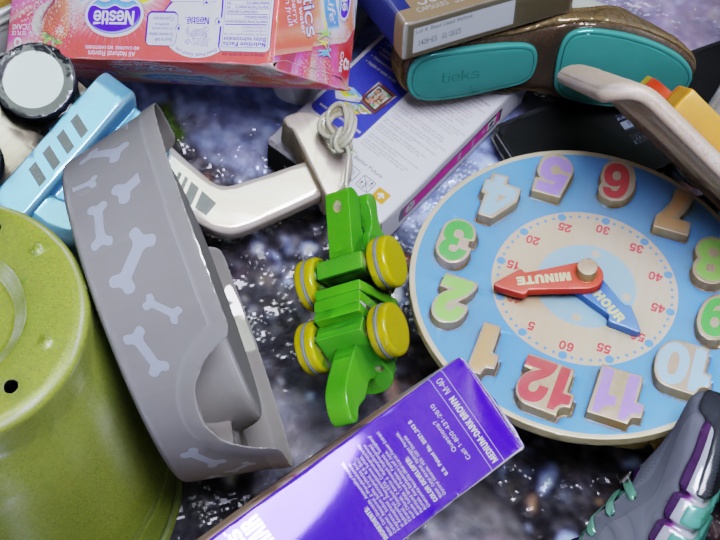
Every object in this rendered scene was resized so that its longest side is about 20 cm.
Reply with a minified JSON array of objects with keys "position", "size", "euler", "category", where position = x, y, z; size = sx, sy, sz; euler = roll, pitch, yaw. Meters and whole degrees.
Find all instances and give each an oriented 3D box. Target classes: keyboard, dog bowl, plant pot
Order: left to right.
[{"position":[-0.195,0.070,0.779],"size":[0.198,0.193,0.202],"euler":[1,59,-3],"category":"plant pot"},{"position":[-0.096,0.017,0.791],"size":[0.058,0.200,0.201],"euler":[-21,62,-3],"category":"dog bowl"},{"position":[0.197,-0.076,0.994],"size":[0.198,0.021,0.128],"euler":[-21,61,-15],"category":"keyboard"}]

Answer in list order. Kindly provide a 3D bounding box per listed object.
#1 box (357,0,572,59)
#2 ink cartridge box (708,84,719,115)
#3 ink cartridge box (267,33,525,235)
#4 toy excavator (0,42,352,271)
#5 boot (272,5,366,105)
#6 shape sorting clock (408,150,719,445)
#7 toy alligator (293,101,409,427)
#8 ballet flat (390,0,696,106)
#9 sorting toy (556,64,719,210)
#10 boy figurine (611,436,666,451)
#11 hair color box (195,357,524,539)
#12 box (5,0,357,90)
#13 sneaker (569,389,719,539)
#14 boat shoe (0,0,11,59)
[{"position":[0.034,-0.216,0.974],"size":[0.120,0.033,0.200],"euler":[-19,48,-19],"category":"box"},{"position":[0.316,-0.082,0.914],"size":[0.199,0.146,0.083],"euler":[32,63,5],"category":"ink cartridge box"},{"position":[0.038,-0.112,0.995],"size":[0.094,0.037,0.200],"euler":[37,66,16],"category":"ink cartridge box"},{"position":[-0.131,-0.052,0.911],"size":[0.199,0.100,0.195],"euler":[38,74,5],"category":"toy excavator"},{"position":[-0.044,-0.195,1.026],"size":[0.095,0.074,0.201],"euler":[17,51,13],"category":"boot"},{"position":[0.126,0.008,0.855],"size":[0.198,0.039,0.202],"euler":[1,57,-1],"category":"shape sorting clock"},{"position":[0.000,0.000,0.868],"size":[0.059,0.054,0.202],"euler":[-16,59,25],"category":"toy alligator"},{"position":[0.114,-0.146,0.974],"size":[0.198,0.068,0.073],"euler":[-4,47,-9],"category":"ballet flat"},{"position":[0.207,-0.056,0.866],"size":[0.199,0.185,0.037],"euler":[38,98,-7],"category":"sorting toy"},{"position":[0.150,0.053,0.888],"size":[0.199,0.065,0.124],"euler":[34,62,15],"category":"boy figurine"},{"position":[-0.021,0.132,0.796],"size":[0.199,0.109,0.065],"euler":[-36,87,-22],"category":"hair color box"},{"position":[-0.107,-0.167,0.924],"size":[0.198,0.094,0.104],"euler":[5,89,29],"category":"box"},{"position":[0.125,0.147,0.786],"size":[0.087,0.074,0.202],"euler":[22,91,18],"category":"sneaker"},{"position":[-0.299,-0.154,0.977],"size":[0.198,0.070,0.071],"euler":[-12,61,-11],"category":"boat shoe"}]
